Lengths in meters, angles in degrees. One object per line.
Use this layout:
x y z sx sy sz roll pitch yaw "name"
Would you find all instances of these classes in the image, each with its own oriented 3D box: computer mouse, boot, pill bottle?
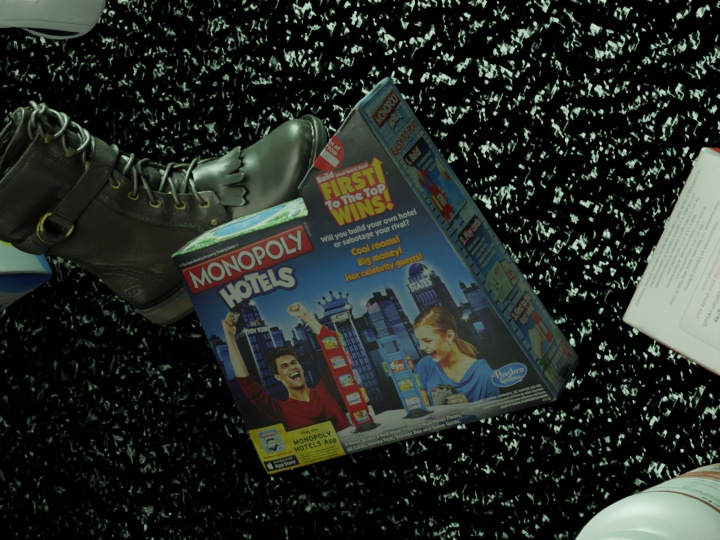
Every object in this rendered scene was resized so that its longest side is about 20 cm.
-0.258 -0.201 1.480 0.198 0.044 0.111 10 97 26 "computer mouse"
-0.137 -0.054 1.353 0.200 0.174 0.070 -41 38 24 "boot"
0.173 0.170 1.196 0.111 0.200 0.113 2 94 27 "pill bottle"

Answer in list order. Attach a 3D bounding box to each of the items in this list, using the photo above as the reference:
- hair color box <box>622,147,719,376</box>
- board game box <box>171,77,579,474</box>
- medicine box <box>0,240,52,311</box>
0.258 0.025 1.223 0.199 0.064 0.112 30 104 23 "hair color box"
0.000 0.000 1.316 0.198 0.062 0.201 -16 105 25 "board game box"
-0.337 -0.029 1.497 0.199 0.103 0.183 -31 79 25 "medicine box"
